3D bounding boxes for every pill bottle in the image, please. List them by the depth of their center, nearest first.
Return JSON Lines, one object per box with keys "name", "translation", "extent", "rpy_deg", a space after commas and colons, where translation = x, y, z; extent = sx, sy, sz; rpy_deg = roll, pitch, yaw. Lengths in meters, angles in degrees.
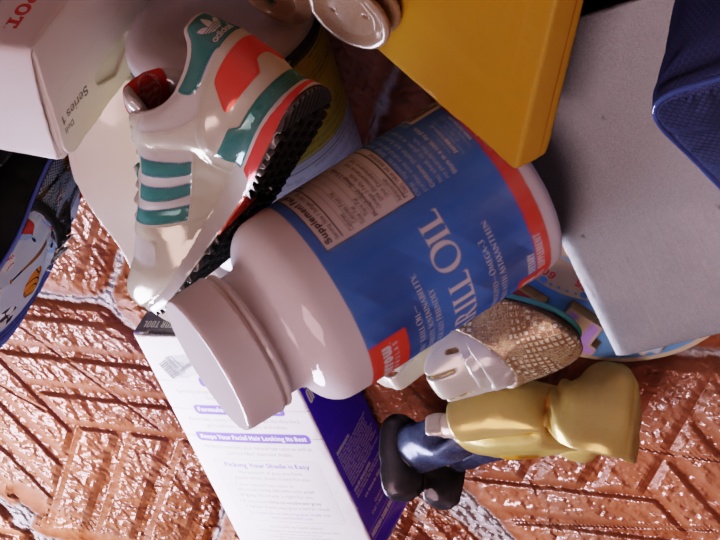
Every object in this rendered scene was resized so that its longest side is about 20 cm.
{"name": "pill bottle", "translation": [0.000, 0.000, 1.474], "extent": [0.112, 0.200, 0.112], "rpy_deg": [53, 167, 18]}
{"name": "pill bottle", "translation": [-0.056, -0.068, 1.577], "extent": [0.112, 0.112, 0.200], "rpy_deg": [5, 133, 27]}

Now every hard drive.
{"name": "hard drive", "translation": [0.162, -0.058, 1.476], "extent": [0.139, 0.033, 0.200], "rpy_deg": [-15, 113, 32]}

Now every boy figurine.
{"name": "boy figurine", "translation": [0.105, 0.101, 1.676], "extent": [0.124, 0.065, 0.200], "rpy_deg": [16, 159, -39]}

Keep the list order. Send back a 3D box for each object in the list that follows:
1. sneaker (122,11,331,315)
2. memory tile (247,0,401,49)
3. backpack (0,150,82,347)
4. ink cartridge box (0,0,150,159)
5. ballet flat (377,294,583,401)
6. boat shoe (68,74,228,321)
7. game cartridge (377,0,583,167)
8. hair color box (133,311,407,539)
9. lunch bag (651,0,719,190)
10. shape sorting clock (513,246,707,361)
{"name": "sneaker", "translation": [-0.093, -0.061, 1.484], "extent": [0.093, 0.070, 0.200], "rpy_deg": [43, 137, 6]}
{"name": "memory tile", "translation": [-0.076, -0.191, 1.433], "extent": [0.199, 0.017, 0.154], "rpy_deg": [19, 149, 24]}
{"name": "backpack", "translation": [-0.265, -0.040, 1.670], "extent": [0.199, 0.191, 0.154], "rpy_deg": [14, 153, 18]}
{"name": "ink cartridge box", "translation": [-0.232, -0.151, 1.571], "extent": [0.199, 0.146, 0.085], "rpy_deg": [9, 135, 22]}
{"name": "ballet flat", "translation": [0.050, 0.047, 1.623], "extent": [0.200, 0.065, 0.071], "rpy_deg": [5, 143, 53]}
{"name": "boat shoe", "translation": [-0.123, -0.056, 1.662], "extent": [0.072, 0.069, 0.200], "rpy_deg": [-16, 132, 14]}
{"name": "game cartridge", "translation": [0.038, -0.175, 1.412], "extent": [0.200, 0.032, 0.177], "rpy_deg": [43, 145, 26]}
{"name": "hair color box", "translation": [-0.055, 0.095, 1.779], "extent": [0.109, 0.065, 0.200], "rpy_deg": [1, 133, 31]}
{"name": "lunch bag", "translation": [0.236, -0.106, 1.345], "extent": [0.136, 0.133, 0.200], "rpy_deg": [-11, 141, 36]}
{"name": "shape sorting clock", "translation": [0.127, -0.024, 1.570], "extent": [0.199, 0.039, 0.200], "rpy_deg": [16, 138, 15]}
